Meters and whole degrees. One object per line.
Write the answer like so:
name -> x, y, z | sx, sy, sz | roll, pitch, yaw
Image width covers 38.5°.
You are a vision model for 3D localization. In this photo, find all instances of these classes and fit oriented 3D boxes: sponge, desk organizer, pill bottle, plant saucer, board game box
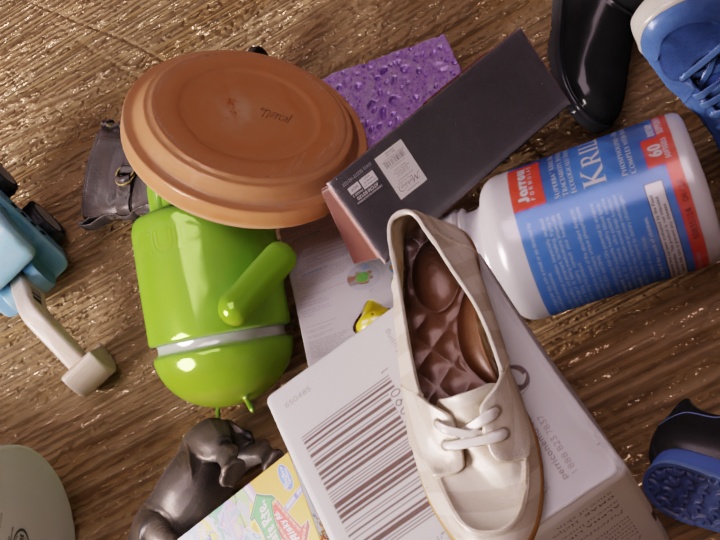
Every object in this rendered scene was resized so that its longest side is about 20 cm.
sponge -> 0.002, -0.128, 0.894 | 0.197, 0.030, 0.113 | -19, 59, -1
desk organizer -> 0.058, -0.093, 0.797 | 0.199, 0.077, 0.072 | -40, 99, -16
pill bottle -> 0.153, -0.030, 0.757 | 0.197, 0.112, 0.114 | -19, 60, 15
plant saucer -> -0.089, -0.114, 0.819 | 0.197, 0.033, 0.202 | 9, 45, -10
board game box -> -0.045, 0.239, 0.661 | 0.134, 0.034, 0.202 | -41, 58, 27

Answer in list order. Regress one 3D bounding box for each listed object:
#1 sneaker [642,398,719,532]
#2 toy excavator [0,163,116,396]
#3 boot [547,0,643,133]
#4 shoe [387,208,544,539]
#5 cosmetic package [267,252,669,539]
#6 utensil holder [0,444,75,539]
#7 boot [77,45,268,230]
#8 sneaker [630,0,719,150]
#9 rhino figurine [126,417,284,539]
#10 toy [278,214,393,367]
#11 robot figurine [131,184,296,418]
sneaker -> 0.280, 0.142, 0.648 | 0.198, 0.071, 0.078 | 24, 43, 15
toy excavator -> -0.313, 0.011, 0.941 | 0.100, 0.195, 0.200 | -41, 29, 0
boot -> 0.230, -0.221, 0.783 | 0.199, 0.065, 0.167 | -34, 49, 47
shoe -> 0.048, 0.056, 0.558 | 0.069, 0.053, 0.203 | -20, 60, 15
cosmetic package -> 0.075, 0.131, 0.663 | 0.164, 0.200, 0.166 | -35, 57, 6
utensil holder -> -0.354, 0.232, 0.827 | 0.197, 0.170, 0.173 | -10, 62, 16
boot -> -0.179, -0.126, 0.975 | 0.172, 0.069, 0.203 | 10, 73, 26
sneaker -> 0.261, -0.114, 0.704 | 0.076, 0.199, 0.113 | -31, 56, 29
rhino figurine -> -0.145, 0.203, 0.808 | 0.201, 0.060, 0.087 | -55, 38, -7
toy -> 0.000, 0.000, 0.841 | 0.113, 0.048, 0.201 | -17, 42, 0
robot figurine -> -0.118, 0.016, 0.824 | 0.175, 0.114, 0.204 | -19, 80, 62
